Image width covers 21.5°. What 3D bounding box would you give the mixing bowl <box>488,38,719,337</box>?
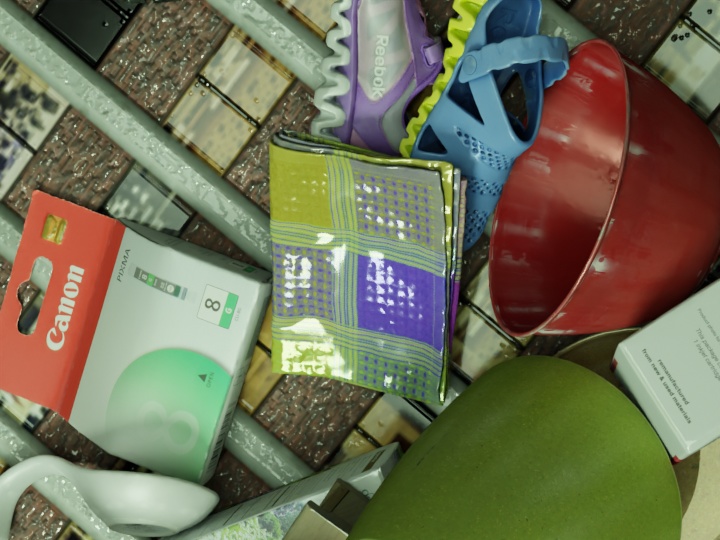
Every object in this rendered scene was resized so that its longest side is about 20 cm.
[{"bbox_3d":[0.173,-0.042,1.245,0.108,0.200,0.202,14,101,-17],"label":"mixing bowl"}]

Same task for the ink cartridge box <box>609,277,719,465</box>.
[{"bbox_3d":[0.266,0.035,1.213,0.199,0.144,0.084,-32,80,-1],"label":"ink cartridge box"}]

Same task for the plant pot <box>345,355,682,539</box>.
[{"bbox_3d":[0.076,0.176,1.219,0.186,0.199,0.189,17,117,36],"label":"plant pot"}]

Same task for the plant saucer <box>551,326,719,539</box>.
[{"bbox_3d":[0.198,0.137,1.323,0.198,0.035,0.202,2,97,13],"label":"plant saucer"}]

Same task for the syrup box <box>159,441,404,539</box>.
[{"bbox_3d":[-0.051,0.201,1.364,0.199,0.081,0.079,-23,94,14],"label":"syrup box"}]

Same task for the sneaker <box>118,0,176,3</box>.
[{"bbox_3d":[-0.108,-0.249,1.334,0.199,0.075,0.079,-24,82,6],"label":"sneaker"}]

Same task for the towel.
[{"bbox_3d":[0.000,0.000,1.319,0.143,0.023,0.201,13,122,16],"label":"towel"}]

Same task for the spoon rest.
[{"bbox_3d":[-0.196,0.164,1.393,0.199,0.099,0.061,-8,68,27],"label":"spoon rest"}]

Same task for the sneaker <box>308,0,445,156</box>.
[{"bbox_3d":[0.021,-0.165,1.310,0.088,0.081,0.202,11,104,4],"label":"sneaker"}]

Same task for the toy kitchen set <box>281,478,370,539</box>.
[{"bbox_3d":[-0.120,0.211,1.255,0.180,0.163,0.201,35,105,5],"label":"toy kitchen set"}]

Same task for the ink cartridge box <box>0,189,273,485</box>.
[{"bbox_3d":[-0.179,0.048,1.393,0.199,0.050,0.162,20,101,8],"label":"ink cartridge box"}]

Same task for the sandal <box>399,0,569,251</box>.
[{"bbox_3d":[0.085,-0.100,1.277,0.087,0.079,0.201,39,123,46],"label":"sandal"}]
